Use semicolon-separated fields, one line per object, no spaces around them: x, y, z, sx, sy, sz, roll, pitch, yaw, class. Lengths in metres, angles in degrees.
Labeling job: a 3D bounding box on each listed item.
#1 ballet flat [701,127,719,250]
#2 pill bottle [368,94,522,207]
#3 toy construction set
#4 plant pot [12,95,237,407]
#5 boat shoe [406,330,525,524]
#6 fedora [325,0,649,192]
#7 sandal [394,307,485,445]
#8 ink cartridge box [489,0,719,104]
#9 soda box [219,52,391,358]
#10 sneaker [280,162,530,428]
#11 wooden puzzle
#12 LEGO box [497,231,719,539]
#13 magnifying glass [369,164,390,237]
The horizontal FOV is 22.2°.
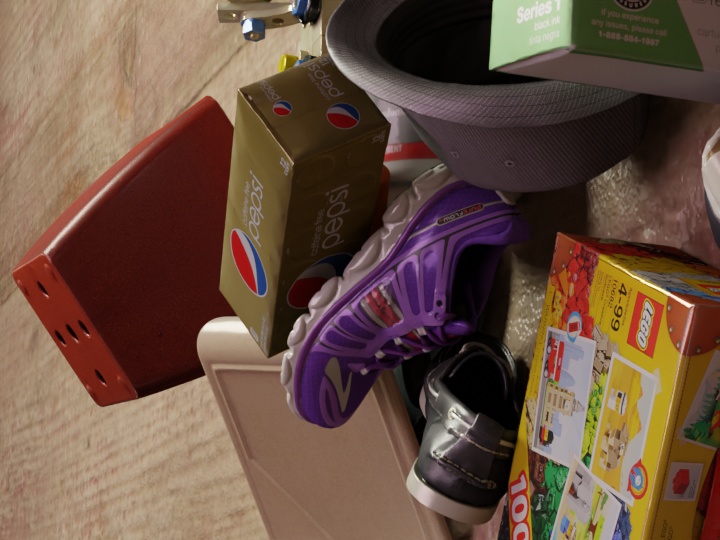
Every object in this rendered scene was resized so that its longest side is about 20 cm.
0.198;-0.065;0.844;0.200;0.073;0.073;125;143;-51;ballet flat
0.049;-0.144;1.181;0.114;0.113;0.201;155;117;-65;pill bottle
-0.051;-0.155;1.480;0.131;0.092;0.201;-44;56;59;toy construction set
-0.163;0.005;1.484;0.200;0.176;0.200;57;158;-6;plant pot
0.073;0.076;1.083;0.200;0.072;0.068;-70;-2;-69;boat shoe
0.086;-0.106;1.037;0.177;0.199;0.091;-52;-38;-43;fedora
0.039;0.057;1.248;0.075;0.048;0.201;-110;32;-48;sandal
0.148;-0.192;0.901;0.084;0.146;0.201;174;100;-67;ink cartridge box
-0.037;-0.035;1.103;0.064;0.068;0.200;53;154;27;soda box
0.026;0.026;1.098;0.083;0.081;0.200;49;118;24;sneaker
-0.019;0.125;1.252;0.185;0.037;0.201;-1;110;46;wooden puzzle
0.145;0.097;0.936;0.149;0.077;0.201;-144;61;-65;LEGO box
0.000;0.000;1.178;0.080;0.022;0.200;42;149;24;magnifying glass
